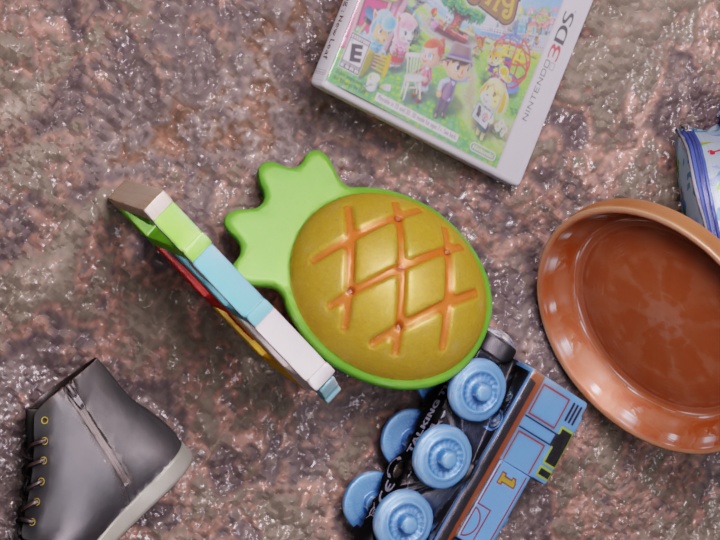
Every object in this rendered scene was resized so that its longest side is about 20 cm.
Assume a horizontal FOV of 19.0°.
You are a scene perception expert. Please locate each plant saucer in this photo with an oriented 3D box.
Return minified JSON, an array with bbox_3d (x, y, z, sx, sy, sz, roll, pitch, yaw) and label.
[{"bbox_3d":[0.215,0.038,1.534,0.032,0.199,0.201,-37,106,-38],"label":"plant saucer"}]

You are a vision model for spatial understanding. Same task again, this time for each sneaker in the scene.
[{"bbox_3d":[-0.219,0.159,1.470,0.200,0.075,0.106,-46,102,-18],"label":"sneaker"}]

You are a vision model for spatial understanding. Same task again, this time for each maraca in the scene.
[{"bbox_3d":[0.000,0.000,1.504,0.199,0.107,0.138,34,66,0],"label":"maraca"}]

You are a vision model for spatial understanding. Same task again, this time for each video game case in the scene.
[{"bbox_3d":[0.074,-0.178,1.519,0.199,0.022,0.183,24,87,-38],"label":"video game case"}]

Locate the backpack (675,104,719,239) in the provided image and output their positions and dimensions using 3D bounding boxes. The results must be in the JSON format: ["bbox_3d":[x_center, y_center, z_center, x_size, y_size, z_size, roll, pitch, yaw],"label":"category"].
[{"bbox_3d":[0.309,-0.036,1.546,0.146,0.200,0.185,-14,101,1],"label":"backpack"}]

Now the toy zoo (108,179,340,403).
[{"bbox_3d":[-0.086,0.019,1.462,0.020,0.131,0.200,-45,106,-8],"label":"toy zoo"}]

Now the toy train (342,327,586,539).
[{"bbox_3d":[0.072,0.143,1.550,0.114,0.087,0.201,32,85,-24],"label":"toy train"}]
